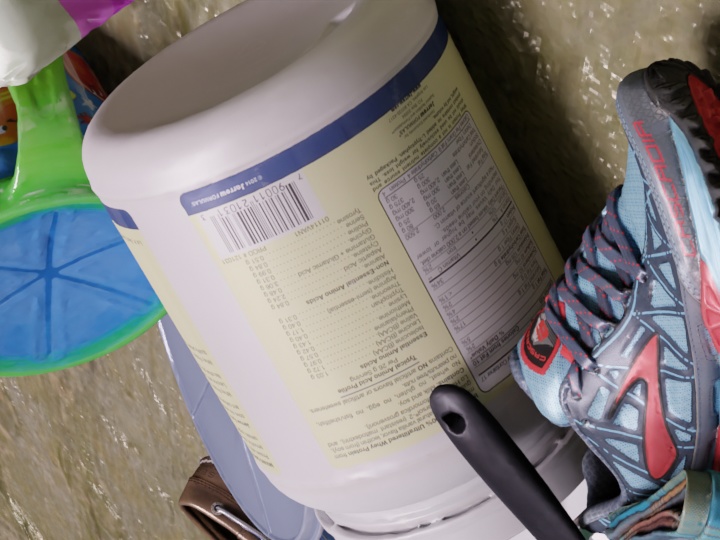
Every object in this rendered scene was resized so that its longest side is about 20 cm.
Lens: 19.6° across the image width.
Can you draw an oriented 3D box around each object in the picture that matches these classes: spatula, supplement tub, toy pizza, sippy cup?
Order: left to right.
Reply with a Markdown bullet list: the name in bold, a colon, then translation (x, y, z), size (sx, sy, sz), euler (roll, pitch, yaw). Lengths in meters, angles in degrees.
- **sippy cup**: translation (-0.160, -0.040, 0.982), size (0.178, 0.140, 0.130), euler (-42, 52, 27)
- **toy pizza**: translation (-0.056, 0.038, 1.011), size (0.200, 0.032, 0.200), euler (54, 156, 38)
- **supplement tub**: translation (0.000, 0.000, 0.797), size (0.145, 0.145, 0.200), euler (3, 128, 54)
- **spatula**: translation (0.082, 0.118, 0.761), size (0.056, 0.021, 0.200), euler (-19, 112, 42)

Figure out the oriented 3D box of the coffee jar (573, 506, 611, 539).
- **coffee jar**: translation (0.165, 0.160, 0.821), size (0.200, 0.085, 0.104), euler (45, 144, 8)

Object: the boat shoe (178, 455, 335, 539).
- **boat shoe**: translation (-0.025, 0.179, 1.130), size (0.200, 0.072, 0.072), euler (51, 152, -3)

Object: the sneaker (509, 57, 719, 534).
- **sneaker**: translation (0.095, 0.023, 0.712), size (0.095, 0.079, 0.200), euler (-5, 123, 13)

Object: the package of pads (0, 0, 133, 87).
- **package of pads**: translation (-0.089, -0.171, 0.656), size (0.068, 0.200, 0.155), euler (-6, 120, 53)

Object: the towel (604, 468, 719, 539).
- **towel**: translation (0.184, 0.107, 0.666), size (0.200, 0.022, 0.147), euler (16, 167, 1)

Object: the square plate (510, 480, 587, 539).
- **square plate**: translation (0.044, 0.089, 0.970), size (0.200, 0.028, 0.198), euler (31, 147, 31)
